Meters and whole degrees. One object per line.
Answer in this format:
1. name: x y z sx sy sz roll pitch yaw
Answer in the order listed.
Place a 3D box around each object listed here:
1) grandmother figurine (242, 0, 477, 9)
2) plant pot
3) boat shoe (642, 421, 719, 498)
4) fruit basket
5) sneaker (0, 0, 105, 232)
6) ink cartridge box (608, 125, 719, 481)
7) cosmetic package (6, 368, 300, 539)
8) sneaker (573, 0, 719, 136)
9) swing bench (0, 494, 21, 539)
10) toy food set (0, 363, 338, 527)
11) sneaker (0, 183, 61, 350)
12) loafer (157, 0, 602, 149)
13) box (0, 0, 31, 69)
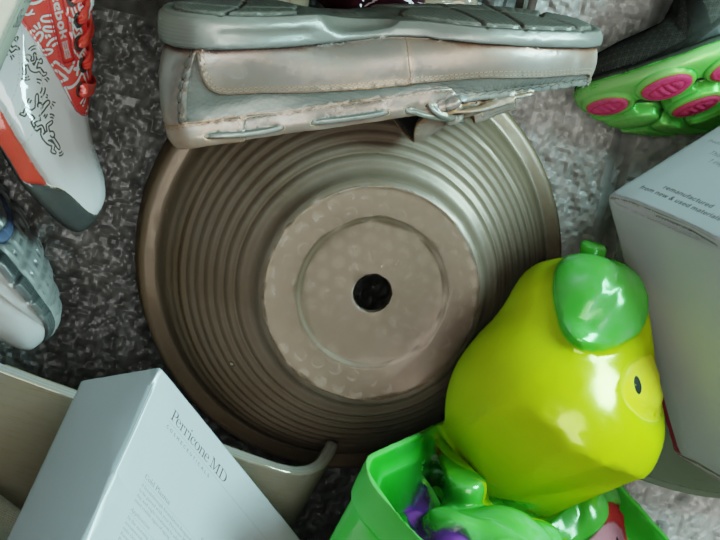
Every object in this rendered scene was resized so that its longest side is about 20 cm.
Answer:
1. grandmother figurine: 0.010 -0.159 1.170 0.199 0.061 0.122 -33 96 -3
2. plant pot: 0.000 0.000 1.185 0.200 0.093 0.202 -2 102 -9
3. boat shoe: 0.203 0.072 1.247 0.200 0.072 0.061 9 57 1
4. fruit basket: 0.083 0.100 1.140 0.215 0.216 0.156 -42 78 2
5. sneaker: -0.135 -0.124 1.151 0.108 0.067 0.202 -29 102 1
6. ink cartridge box: 0.222 -0.010 1.163 0.199 0.085 0.148 -32 121 -24
7. cosmetic package: -0.074 0.164 1.107 0.051 0.151 0.200 -9 132 35
8. sneaker: 0.183 -0.132 1.200 0.200 0.084 0.077 -34 147 12
9. swing bench: -0.230 0.175 1.135 0.199 0.130 0.200 38 121 -12
10. toy food set: -0.127 0.098 1.193 0.199 0.061 0.144 21 124 -15
11. sneaker: -0.222 -0.025 1.167 0.200 0.075 0.087 36 105 -6
12. loafer: 0.007 -0.084 1.137 0.199 0.072 0.063 0 103 -17
13. box: -0.195 -0.063 1.081 0.068 0.082 0.201 25 95 -7
